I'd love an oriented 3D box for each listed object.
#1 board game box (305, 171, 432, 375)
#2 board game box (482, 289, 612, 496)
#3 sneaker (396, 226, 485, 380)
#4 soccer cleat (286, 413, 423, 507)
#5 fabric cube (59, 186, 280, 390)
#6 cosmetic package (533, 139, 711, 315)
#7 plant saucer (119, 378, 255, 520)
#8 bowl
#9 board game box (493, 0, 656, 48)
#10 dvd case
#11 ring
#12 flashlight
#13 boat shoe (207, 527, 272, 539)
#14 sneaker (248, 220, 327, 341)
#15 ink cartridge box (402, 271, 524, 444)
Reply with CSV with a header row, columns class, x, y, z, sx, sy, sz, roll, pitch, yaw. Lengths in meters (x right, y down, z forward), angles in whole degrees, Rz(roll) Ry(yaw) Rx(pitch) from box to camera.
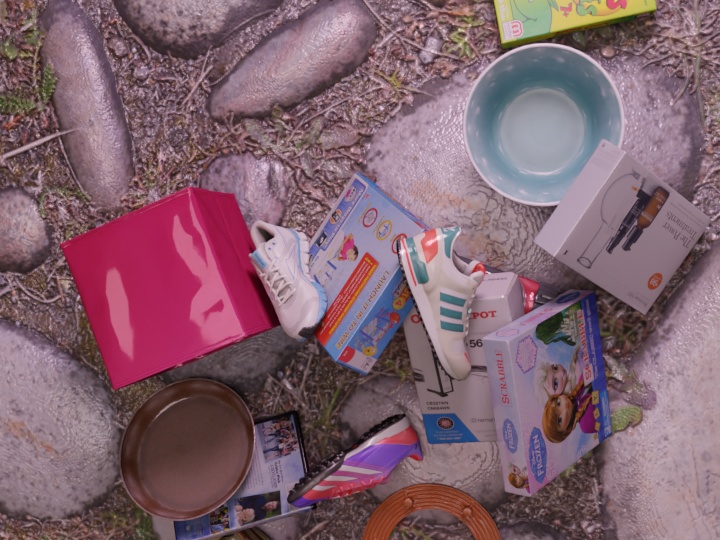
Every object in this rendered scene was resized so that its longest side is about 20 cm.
class,x,y,z,sx,sy,sz,roll,pitch,yaw
board game box,0.000,0.000,1.368,0.056,0.196,0.201,28,101,-36
board game box,0.238,0.148,1.319,0.041,0.199,0.201,2,109,44
sneaker,0.114,0.039,1.259,0.093,0.070,0.201,-21,111,5
soccer cleat,-0.004,0.270,1.411,0.199,0.068,0.073,-30,91,-21
fabric cube,-0.243,0.021,1.402,0.195,0.200,0.200,-23,87,11
cosmetic package,0.330,-0.050,1.318,0.199,0.052,0.151,27,102,-36
plant saucer,-0.236,0.248,1.462,0.199,0.032,0.201,-5,64,11
bowl,0.234,-0.184,1.358,0.199,0.105,0.202,1,94,9
board game box,0.272,-0.362,1.370,0.199,0.048,0.102,-11,91,10
dvd case,-0.168,0.286,1.456,0.199,0.018,0.143,-17,62,5
ring,0.098,0.395,1.457,0.199,0.019,0.202,0,93,8
flashlight,0.162,0.023,1.401,0.199,0.068,0.068,18,99,7
boat shoe,-0.200,0.362,1.476,0.199,0.074,0.076,34,98,6
sneaker,-0.106,0.010,1.372,0.086,0.200,0.075,29,115,-38
ink cartridge box,0.143,0.114,1.364,0.145,0.084,0.201,-6,109,22
